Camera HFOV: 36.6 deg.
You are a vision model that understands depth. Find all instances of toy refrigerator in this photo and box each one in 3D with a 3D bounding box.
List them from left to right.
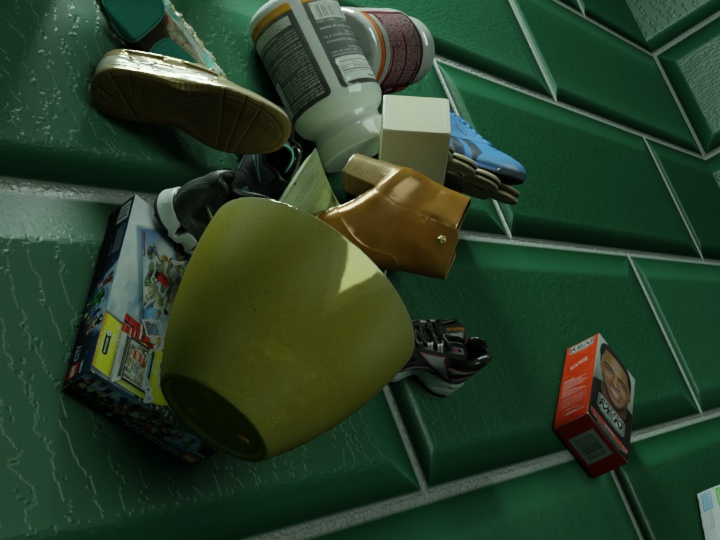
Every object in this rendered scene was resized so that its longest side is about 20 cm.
[{"bbox_3d":[0.055,-0.102,1.256,0.201,0.075,0.070,94,-2,-46],"label":"toy refrigerator"}]

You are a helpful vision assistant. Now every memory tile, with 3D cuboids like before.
[{"bbox_3d":[0.108,-0.138,1.435,0.199,0.153,0.017,28,81,-43],"label":"memory tile"}]

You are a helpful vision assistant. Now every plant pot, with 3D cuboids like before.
[{"bbox_3d":[-0.077,0.065,0.864,0.200,0.199,0.142,48,58,-18],"label":"plant pot"}]

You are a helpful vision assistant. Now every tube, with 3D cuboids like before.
[{"bbox_3d":[-0.054,-0.073,1.120,0.200,0.051,0.059,44,38,-83],"label":"tube"}]

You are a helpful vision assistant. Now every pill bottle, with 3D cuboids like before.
[{"bbox_3d":[-0.044,-0.226,1.295,0.116,0.116,0.201,-11,74,-59],"label":"pill bottle"},{"bbox_3d":[0.016,-0.289,1.444,0.115,0.114,0.200,61,30,4],"label":"pill bottle"}]

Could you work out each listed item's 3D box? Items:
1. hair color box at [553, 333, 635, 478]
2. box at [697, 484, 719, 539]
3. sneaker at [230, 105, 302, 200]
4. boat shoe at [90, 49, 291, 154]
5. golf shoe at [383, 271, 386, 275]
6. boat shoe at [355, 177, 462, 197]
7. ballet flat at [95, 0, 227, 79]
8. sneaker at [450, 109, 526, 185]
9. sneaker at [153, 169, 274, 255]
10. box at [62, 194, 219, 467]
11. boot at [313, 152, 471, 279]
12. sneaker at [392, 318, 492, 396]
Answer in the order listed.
[{"bbox_3d":[0.338,0.190,1.560,0.102,0.061,0.200,50,30,-15],"label":"hair color box"},{"bbox_3d":[0.646,0.436,1.769,0.200,0.101,0.113,41,34,-29],"label":"box"},{"bbox_3d":[-0.091,-0.121,1.166,0.075,0.079,0.201,44,32,-24],"label":"sneaker"},{"bbox_3d":[-0.162,-0.173,1.069,0.198,0.074,0.070,16,37,-23],"label":"boat shoe"},{"bbox_3d":[0.000,0.000,1.185,0.073,0.092,0.201,45,31,-23],"label":"golf shoe"},{"bbox_3d":[0.063,-0.105,1.399,0.200,0.066,0.072,5,59,-56],"label":"boat shoe"},{"bbox_3d":[-0.210,-0.243,1.122,0.201,0.075,0.064,56,-2,-14],"label":"ballet flat"},{"bbox_3d":[0.134,-0.175,1.455,0.079,0.199,0.066,-66,164,-8],"label":"sneaker"},{"bbox_3d":[-0.089,-0.015,0.984,0.200,0.090,0.067,46,33,-24],"label":"sneaker"},{"bbox_3d":[-0.170,0.049,0.933,0.136,0.038,0.201,40,35,-32],"label":"box"},{"bbox_3d":[0.018,-0.018,1.086,0.143,0.071,0.202,25,69,13],"label":"boot"},{"bbox_3d":[0.074,0.079,1.231,0.199,0.086,0.081,18,47,-49],"label":"sneaker"}]
